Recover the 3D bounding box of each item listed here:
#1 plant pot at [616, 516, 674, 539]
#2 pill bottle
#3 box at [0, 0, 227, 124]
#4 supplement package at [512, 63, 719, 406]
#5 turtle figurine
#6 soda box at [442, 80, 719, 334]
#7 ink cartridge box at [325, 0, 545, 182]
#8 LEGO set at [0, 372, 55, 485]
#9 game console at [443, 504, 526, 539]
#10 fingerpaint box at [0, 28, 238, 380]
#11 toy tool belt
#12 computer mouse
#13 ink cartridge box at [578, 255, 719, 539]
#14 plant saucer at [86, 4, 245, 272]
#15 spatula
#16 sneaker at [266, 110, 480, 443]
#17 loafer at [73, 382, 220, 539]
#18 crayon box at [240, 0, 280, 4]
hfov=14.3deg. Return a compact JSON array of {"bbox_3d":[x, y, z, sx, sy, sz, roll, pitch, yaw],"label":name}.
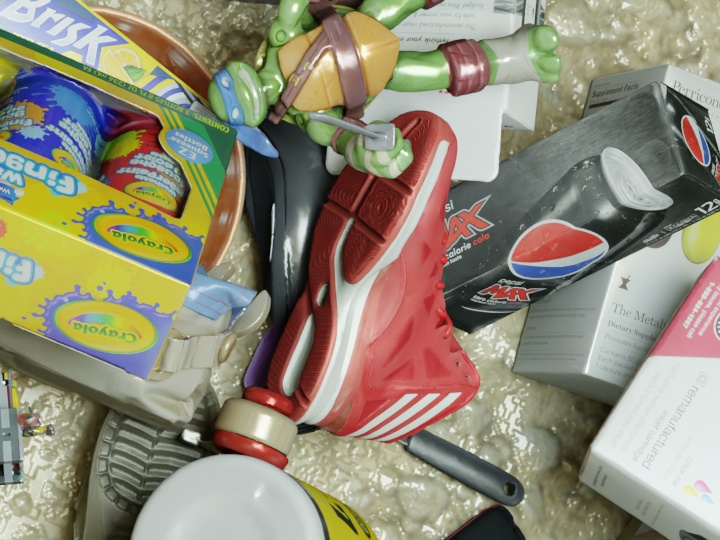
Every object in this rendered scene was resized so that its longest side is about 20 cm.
[{"bbox_3d":[0.263,0.192,1.795,0.177,0.200,0.200,39,76,-3],"label":"plant pot"},{"bbox_3d":[-0.049,0.177,1.655,0.114,0.200,0.115,-4,76,15],"label":"pill bottle"},{"bbox_3d":[-0.176,-0.120,1.656,0.200,0.070,0.064,39,77,-16],"label":"box"},{"bbox_3d":[0.189,-0.015,1.806,0.113,0.109,0.201,18,82,-20],"label":"supplement package"},{"bbox_3d":[0.017,-0.133,1.596,0.193,0.200,0.144,-19,57,-20],"label":"turtle figurine"},{"bbox_3d":[0.121,-0.036,1.730,0.063,0.200,0.071,24,46,-49],"label":"soda box"},{"bbox_3d":[0.049,-0.150,1.746,0.116,0.068,0.201,4,83,20],"label":"ink cartridge box"},{"bbox_3d":[-0.229,0.067,1.590,0.115,0.200,0.154,-4,65,-8],"label":"LEGO set"},{"bbox_3d":[0.073,0.274,1.797,0.177,0.031,0.200,-35,101,-18],"label":"game console"},{"bbox_3d":[-0.179,-0.049,1.549,0.199,0.167,0.074,23,123,-6],"label":"fingerpaint box"},{"bbox_3d":[-0.113,0.023,1.646,0.199,0.125,0.123,23,79,-5],"label":"toy tool belt"},{"bbox_3d":[0.000,0.000,1.754,0.140,0.046,0.201,4,77,-32],"label":"computer mouse"},{"bbox_3d":[0.250,0.109,1.685,0.200,0.086,0.148,32,75,10],"label":"ink cartridge box"},{"bbox_3d":[-0.167,-0.057,1.712,0.199,0.032,0.201,0,89,-22],"label":"plant saucer"},{"bbox_3d":[0.021,0.095,1.785,0.200,0.021,0.057,31,67,-19],"label":"spatula"},{"bbox_3d":[0.030,0.009,1.705,0.115,0.078,0.201,20,102,-35],"label":"sneaker"},{"bbox_3d":[-0.138,0.150,1.702,0.075,0.068,0.201,22,65,-11],"label":"loafer"},{"bbox_3d":[-0.103,-0.195,1.690,0.199,0.126,0.052,2,87,-21],"label":"crayon box"}]
